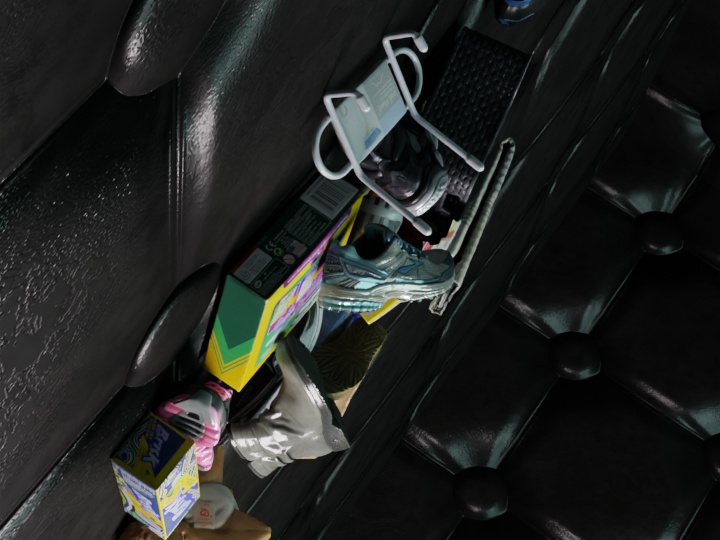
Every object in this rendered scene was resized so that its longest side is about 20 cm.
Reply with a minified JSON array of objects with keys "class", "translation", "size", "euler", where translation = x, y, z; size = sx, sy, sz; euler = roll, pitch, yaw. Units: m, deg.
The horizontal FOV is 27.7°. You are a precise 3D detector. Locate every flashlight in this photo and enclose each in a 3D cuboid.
[{"class":"flashlight","translation":[0.108,-0.130,1.937],"size":[0.068,0.068,0.200],"euler":[-10,-132,40]}]

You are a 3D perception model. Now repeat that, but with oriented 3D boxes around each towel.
[{"class":"towel","translation":[0.131,-0.051,1.819],"size":[0.193,0.034,0.201],"euler":[110,2,-76]}]

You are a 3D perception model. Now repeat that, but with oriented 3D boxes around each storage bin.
[{"class":"storage bin","translation":[0.122,-0.178,1.782],"size":[0.135,0.093,0.201],"euler":[102,11,-73]}]

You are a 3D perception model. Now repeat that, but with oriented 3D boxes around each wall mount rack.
[{"class":"wall mount rack","translation":[0.042,-0.141,1.507],"size":[0.200,0.074,0.174],"euler":[-49,126,-36]}]

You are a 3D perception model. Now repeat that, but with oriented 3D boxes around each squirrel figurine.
[{"class":"squirrel figurine","translation":[-0.230,0.341,1.820],"size":[0.200,0.142,0.187],"euler":[-32,167,-33]}]

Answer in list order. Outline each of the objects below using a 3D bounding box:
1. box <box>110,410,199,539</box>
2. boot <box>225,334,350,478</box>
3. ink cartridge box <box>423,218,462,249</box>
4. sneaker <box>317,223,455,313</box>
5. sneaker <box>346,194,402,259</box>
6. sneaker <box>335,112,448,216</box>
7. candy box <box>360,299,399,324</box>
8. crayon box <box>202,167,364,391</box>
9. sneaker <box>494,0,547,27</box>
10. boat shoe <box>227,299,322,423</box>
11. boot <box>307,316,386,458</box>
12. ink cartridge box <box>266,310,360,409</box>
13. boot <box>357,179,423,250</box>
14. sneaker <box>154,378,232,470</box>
[{"class":"box","translation":[-0.225,0.231,1.622],"size":[0.070,0.064,0.200],"euler":[-52,169,-23]},{"class":"boot","translation":[-0.097,0.166,1.671],"size":[0.130,0.068,0.200],"euler":[-20,135,2]},{"class":"ink cartridge box","translation":[0.065,-0.034,2.073],"size":[0.145,0.083,0.200],"euler":[-58,169,8]},{"class":"sneaker","translation":[0.037,-0.010,1.619],"size":[0.200,0.077,0.087],"euler":[-15,111,-46]},{"class":"sneaker","translation":[0.000,0.000,1.736],"size":[0.200,0.075,0.116],"euler":[91,16,-66]},{"class":"sneaker","translation":[0.029,-0.146,1.620],"size":[0.075,0.114,0.200],"euler":[-43,-152,15]},{"class":"candy box","translation":[0.050,0.023,1.809],"size":[0.102,0.026,0.200],"euler":[-41,177,3]},{"class":"crayon box","translation":[-0.086,0.010,1.607],"size":[0.200,0.058,0.173],"euler":[-50,169,-39]},{"class":"sneaker","translation":[0.235,-0.391,1.853],"size":[0.200,0.070,0.078],"euler":[-46,170,-19]},{"class":"boat shoe","translation":[-0.107,0.104,1.727],"size":[0.200,0.072,0.071],"euler":[-62,172,3]},{"class":"boot","translation":[-0.046,0.171,1.835],"size":[0.175,0.066,0.200],"euler":[-37,160,-51]},{"class":"ink cartridge box","translation":[-0.063,0.076,1.862],"size":[0.200,0.076,0.137],"euler":[-54,169,-22]},{"class":"boot","translation":[0.034,-0.058,1.817],"size":[0.075,0.107,0.200],"euler":[-53,167,-9]},{"class":"sneaker","translation":[-0.174,0.151,1.618],"size":[0.096,0.079,0.200],"euler":[-59,178,-23]}]
